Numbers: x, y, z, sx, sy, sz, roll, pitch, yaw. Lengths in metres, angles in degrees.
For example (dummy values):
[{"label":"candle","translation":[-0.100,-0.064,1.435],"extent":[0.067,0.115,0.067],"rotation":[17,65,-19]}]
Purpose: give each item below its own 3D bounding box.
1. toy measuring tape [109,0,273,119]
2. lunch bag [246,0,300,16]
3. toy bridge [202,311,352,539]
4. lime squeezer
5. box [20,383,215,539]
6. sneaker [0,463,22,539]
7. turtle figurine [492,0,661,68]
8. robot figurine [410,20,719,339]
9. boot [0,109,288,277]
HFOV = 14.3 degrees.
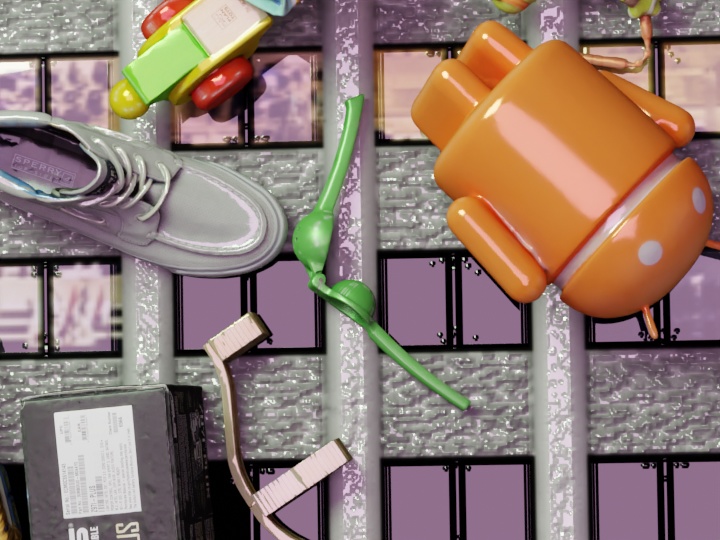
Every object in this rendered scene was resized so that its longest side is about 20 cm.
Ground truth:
[{"label":"toy measuring tape","translation":[-0.067,-0.155,1.712],"extent":[0.200,0.074,0.074],"rotation":[-37,85,4]},{"label":"lunch bag","translation":[-0.069,-0.262,1.670],"extent":[0.200,0.122,0.170],"rotation":[28,70,41]},{"label":"toy bridge","translation":[-0.036,0.126,1.718],"extent":[0.067,0.027,0.200],"rotation":[-34,85,4]},{"label":"lime squeezer","translation":[0.000,0.000,1.724],"extent":[0.070,0.038,0.200],"rotation":[-17,85,-28]},{"label":"box","translation":[-0.133,0.167,1.655],"extent":[0.086,0.164,0.201],"rotation":[-6,88,4]},{"label":"sneaker","translation":[-0.266,0.093,1.713],"extent":[0.088,0.075,0.201],"rotation":[-13,86,4]},{"label":"turtle figurine","translation":[0.108,-0.216,1.680],"extent":[0.200,0.064,0.162],"rotation":[29,103,-3]},{"label":"robot figurine","translation":[0.124,-0.055,1.671],"extent":[0.200,0.144,0.117],"rotation":[43,113,5]},{"label":"boot","translation":[-0.144,-0.045,1.699],"extent":[0.199,0.096,0.074],"rotation":[14,88,5]}]
